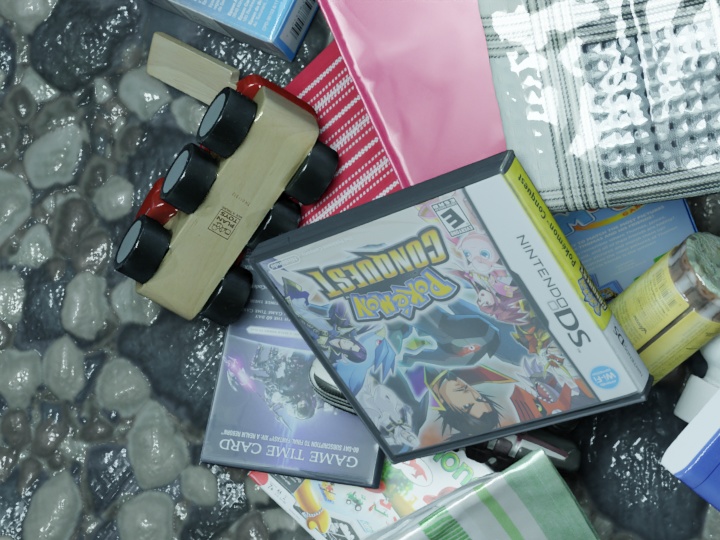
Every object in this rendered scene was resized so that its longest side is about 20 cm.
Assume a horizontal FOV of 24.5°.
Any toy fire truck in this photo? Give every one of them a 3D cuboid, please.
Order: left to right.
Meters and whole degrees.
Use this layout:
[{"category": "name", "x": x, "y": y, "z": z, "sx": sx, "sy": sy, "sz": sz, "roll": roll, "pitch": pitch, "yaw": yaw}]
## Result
[{"category": "toy fire truck", "x": -0.120, "y": -0.084, "z": 1.253, "sx": 0.129, "sy": 0.200, "sz": 0.176, "roll": 29, "pitch": 109, "yaw": -20}]

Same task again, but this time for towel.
[{"category": "towel", "x": -0.005, "y": -0.086, "z": 1.200, "sx": 0.145, "sy": 0.022, "sz": 0.200, "roll": -40, "pitch": 49, "yaw": 38}, {"category": "towel", "x": 0.067, "y": 0.215, "z": 1.121, "sx": 0.200, "sy": 0.153, "sz": 0.023, "roll": -32, "pitch": 43, "yaw": 4}, {"category": "towel", "x": 0.167, "y": -0.138, "z": 0.951, "sx": 0.192, "sy": 0.035, "sz": 0.200, "roll": -7, "pitch": 97, "yaw": 18}]

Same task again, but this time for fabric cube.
[{"category": "fabric cube", "x": 0.103, "y": -0.178, "z": 1.085, "sx": 0.200, "sy": 0.199, "sz": 0.197, "roll": -22, "pitch": 92, "yaw": 19}]

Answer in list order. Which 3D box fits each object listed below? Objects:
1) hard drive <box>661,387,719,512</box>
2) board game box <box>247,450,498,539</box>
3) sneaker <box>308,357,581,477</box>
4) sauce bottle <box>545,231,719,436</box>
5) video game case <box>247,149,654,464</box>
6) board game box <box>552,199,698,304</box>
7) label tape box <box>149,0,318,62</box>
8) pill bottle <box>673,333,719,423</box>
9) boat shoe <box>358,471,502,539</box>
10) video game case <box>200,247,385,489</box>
[{"category": "hard drive", "x": 0.295, "y": 0.121, "z": 1.087, "sx": 0.132, "sy": 0.200, "sz": 0.025, "roll": -50, "pitch": 39, "yaw": 3}, {"category": "board game box", "x": 0.031, "y": 0.169, "z": 1.218, "sx": 0.200, "sy": 0.035, "sz": 0.126, "roll": 41, "pitch": 93, "yaw": 15}, {"category": "sneaker", "x": 0.073, "y": 0.065, "z": 1.161, "sx": 0.200, "sy": 0.076, "sz": 0.116, "roll": 21, "pitch": 75, "yaw": -1}, {"category": "sauce bottle", "x": 0.185, "y": 0.050, "z": 1.136, "sx": 0.200, "sy": 0.065, "sz": 0.065, "roll": -45, "pitch": 72, "yaw": 42}, {"category": "video game case", "x": 0.055, "y": 0.031, "z": 1.039, "sx": 0.200, "sy": 0.026, "sz": 0.181, "roll": -19, "pitch": 116, "yaw": 34}, {"category": "board game box", "x": 0.154, "y": -0.012, "z": 1.130, "sx": 0.151, "sy": 0.200, "sz": 0.037, "roll": -23, "pitch": 53, "yaw": 9}, {"category": "label tape box", "x": -0.115, "y": -0.270, "z": 1.296, "sx": 0.200, "sy": 0.066, "sz": 0.143, "roll": 25, "pitch": 89, "yaw": 18}, {"category": "pill bottle", "x": 0.299, "y": 0.029, "z": 1.131, "sx": 0.109, "sy": 0.110, "sz": 0.200, "roll": 27, "pitch": 92, "yaw": 15}, {"category": "boat shoe", "x": 0.034, "y": 0.209, "z": 1.157, "sx": 0.200, "sy": 0.069, "sz": 0.072, "roll": -28, "pitch": 78, "yaw": 8}, {"category": "video game case", "x": -0.035, "y": 0.053, "z": 1.229, "sx": 0.143, "sy": 0.019, "sz": 0.200, "roll": 5, "pitch": 78, "yaw": 24}]
